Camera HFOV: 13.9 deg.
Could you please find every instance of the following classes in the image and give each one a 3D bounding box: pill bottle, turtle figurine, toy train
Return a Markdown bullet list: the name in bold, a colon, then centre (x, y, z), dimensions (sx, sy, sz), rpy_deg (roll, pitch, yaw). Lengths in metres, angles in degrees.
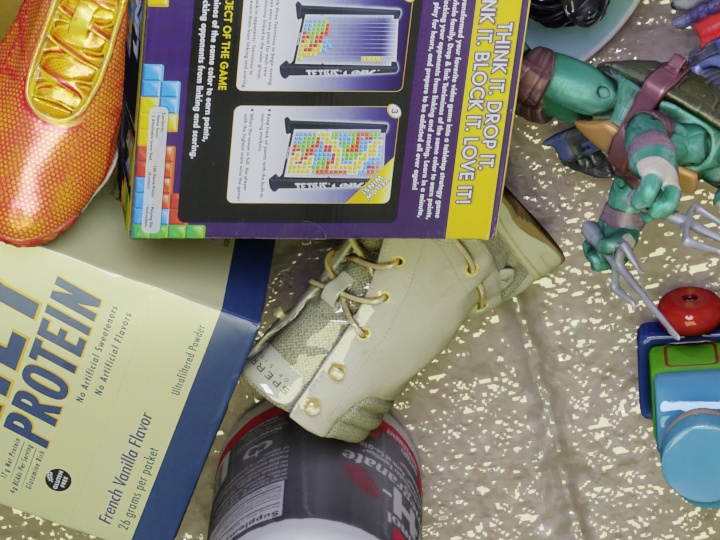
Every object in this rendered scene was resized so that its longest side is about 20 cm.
- **pill bottle**: centre (-0.024, 0.152, 1.476), dimensions (0.110, 0.200, 0.111), rpy_deg (1, 117, 1)
- **turtle figurine**: centre (0.123, -0.054, 1.364), dimensions (0.200, 0.150, 0.101), rpy_deg (32, 72, 12)
- **toy train**: centre (0.239, 0.066, 1.468), dimensions (0.199, 0.116, 0.085), rpy_deg (-3, 117, 4)

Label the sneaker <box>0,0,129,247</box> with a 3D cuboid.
- **sneaker**: centre (-0.126, -0.107, 1.297), dimensions (0.073, 0.077, 0.200), rpy_deg (17, 75, 1)

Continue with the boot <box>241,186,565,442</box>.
- **boot**: centre (0.000, 0.000, 1.411), dimensions (0.155, 0.072, 0.200), rpy_deg (-43, 146, 5)

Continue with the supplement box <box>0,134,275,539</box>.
- **supplement box**: centre (-0.154, 0.004, 1.408), dimensions (0.199, 0.200, 0.135), rpy_deg (20, 114, -6)

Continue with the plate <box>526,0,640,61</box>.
- **plate**: centre (0.046, -0.176, 1.407), dimensions (0.200, 0.026, 0.201), rpy_deg (1, 116, 3)

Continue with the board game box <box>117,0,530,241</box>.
- **board game box**: centre (-0.014, -0.111, 1.251), dimensions (0.165, 0.057, 0.200), rpy_deg (0, 121, -12)

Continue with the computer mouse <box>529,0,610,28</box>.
- **computer mouse**: centre (0.072, -0.207, 1.333), dimensions (0.200, 0.053, 0.138), rpy_deg (50, 152, -12)

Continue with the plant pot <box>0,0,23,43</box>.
- **plant pot**: centre (-0.200, -0.182, 1.339), dimensions (0.142, 0.200, 0.200), rpy_deg (25, 117, 16)

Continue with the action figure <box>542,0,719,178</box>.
- **action figure**: centre (0.197, -0.077, 1.432), dimensions (0.200, 0.105, 0.194), rpy_deg (-12, 111, 38)
